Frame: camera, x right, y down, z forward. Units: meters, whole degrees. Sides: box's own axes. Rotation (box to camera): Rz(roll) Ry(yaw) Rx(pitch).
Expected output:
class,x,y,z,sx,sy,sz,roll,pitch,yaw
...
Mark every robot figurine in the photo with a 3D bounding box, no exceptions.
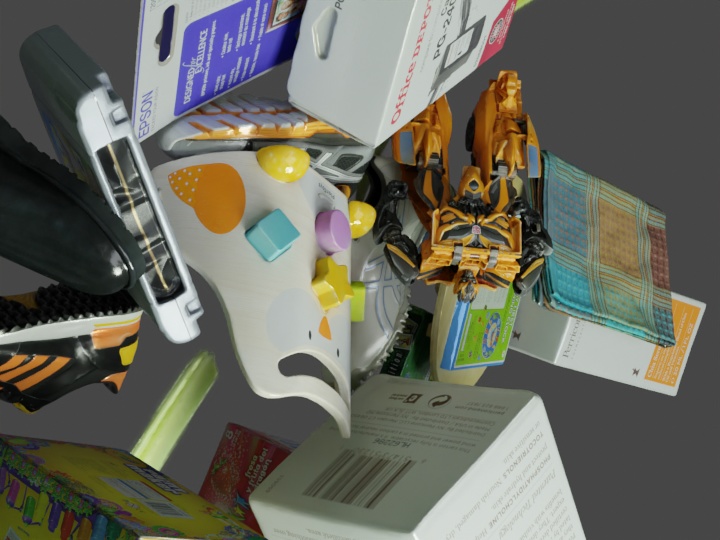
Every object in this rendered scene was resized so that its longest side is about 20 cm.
class,x,y,z,sx,sy,sz,roll,pitch,yaw
robot figurine,0.082,-0.069,1.151,0.144,0.058,0.201,5,60,-9

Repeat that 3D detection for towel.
class,x,y,z,sx,sy,sz,roll,pitch,yaw
towel,0.221,-0.017,1.313,0.200,0.022,0.147,18,63,-42

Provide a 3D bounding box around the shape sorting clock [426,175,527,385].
class,x,y,z,sx,sy,sz,roll,pitch,yaw
shape sorting clock,0.102,0.013,1.256,0.200,0.039,0.201,-41,139,-48

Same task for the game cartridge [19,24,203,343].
class,x,y,z,sx,sy,sz,roll,pitch,yaw
game cartridge,-0.168,-0.058,0.970,0.040,0.133,0.200,-26,126,-13

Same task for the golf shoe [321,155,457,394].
class,x,y,z,sx,sy,sz,roll,pitch,yaw
golf shoe,0.000,0.000,1.193,0.097,0.078,0.200,30,78,-25

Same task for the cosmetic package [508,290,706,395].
class,x,y,z,sx,sy,sz,roll,pitch,yaw
cosmetic package,0.238,0.051,1.401,0.200,0.071,0.102,15,94,-42

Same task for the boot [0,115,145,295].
class,x,y,z,sx,sy,sz,roll,pitch,yaw
boot,-0.254,-0.016,0.893,0.198,0.073,0.162,41,59,4

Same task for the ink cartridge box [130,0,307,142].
class,x,y,z,sx,sy,sz,roll,pitch,yaw
ink cartridge box,-0.086,-0.199,0.989,0.200,0.043,0.198,-35,158,-32

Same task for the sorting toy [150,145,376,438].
class,x,y,z,sx,sy,sz,roll,pitch,yaw
sorting toy,-0.048,0.025,1.046,0.200,0.107,0.181,35,39,-52

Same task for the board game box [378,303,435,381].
class,x,y,z,sx,sy,sz,roll,pitch,yaw
board game box,0.026,0.130,1.249,0.201,0.023,0.105,-68,157,-2

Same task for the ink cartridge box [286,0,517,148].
class,x,y,z,sx,sy,sz,roll,pitch,yaw
ink cartridge box,0.044,-0.201,1.077,0.200,0.083,0.146,-43,157,-44

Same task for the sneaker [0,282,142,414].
class,x,y,z,sx,sy,sz,roll,pitch,yaw
sneaker,-0.241,0.063,0.992,0.200,0.070,0.090,-7,117,-36

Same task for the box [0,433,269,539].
class,x,y,z,sx,sy,sz,roll,pitch,yaw
box,-0.185,0.241,1.008,0.122,0.200,0.193,15,94,-43

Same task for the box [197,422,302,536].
class,x,y,z,sx,sy,sz,roll,pitch,yaw
box,-0.083,0.236,1.165,0.100,0.095,0.201,24,87,-44

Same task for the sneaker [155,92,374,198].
class,x,y,z,sx,sy,sz,roll,pitch,yaw
sneaker,-0.064,-0.088,1.095,0.200,0.078,0.077,-3,116,-38

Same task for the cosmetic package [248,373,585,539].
class,x,y,z,sx,sy,sz,roll,pitch,yaw
cosmetic package,0.053,0.210,1.092,0.166,0.167,0.200,-42,122,-39
